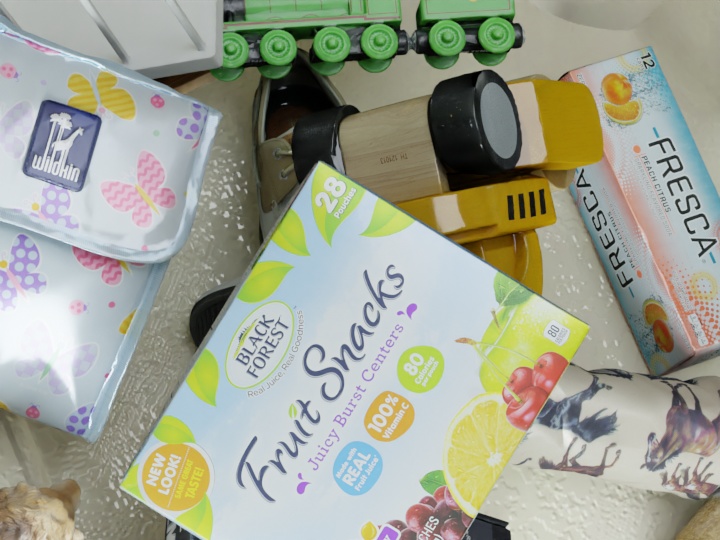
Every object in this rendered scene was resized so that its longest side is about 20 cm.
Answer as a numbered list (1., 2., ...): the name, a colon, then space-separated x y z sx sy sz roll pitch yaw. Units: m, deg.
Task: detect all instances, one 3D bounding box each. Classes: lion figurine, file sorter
1. lion figurine: -0.253 0.124 1.570 0.200 0.122 0.072 22 66 -10
2. file sorter: -0.192 -0.189 1.645 0.200 0.125 0.139 -9 61 14

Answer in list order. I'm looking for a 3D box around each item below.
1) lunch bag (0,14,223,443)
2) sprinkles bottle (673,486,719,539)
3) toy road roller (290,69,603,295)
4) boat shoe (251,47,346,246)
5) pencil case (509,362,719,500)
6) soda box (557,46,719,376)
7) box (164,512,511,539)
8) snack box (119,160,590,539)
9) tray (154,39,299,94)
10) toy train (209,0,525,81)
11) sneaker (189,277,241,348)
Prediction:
1. lunch bag: -0.189 -0.030 1.605 0.170 0.127 0.200 22 104 -13
2. sprinkles bottle: 0.254 0.147 1.783 0.068 0.068 0.200 45 62 -1
3. toy road roller: 0.057 -0.031 1.620 0.200 0.123 0.146 -10 88 -63
4. boat shoe: -0.032 -0.056 1.697 0.075 0.068 0.200 -13 41 -8
5. pencil case: 0.132 0.088 1.755 0.200 0.089 0.078 11 96 -16
6. soda box: 0.186 -0.038 1.828 0.068 0.064 0.200 -18 79 -25
7. box: -0.011 0.197 1.546 0.198 0.050 0.200 20 43 -19
8. snack box: -0.004 0.069 1.494 0.169 0.068 0.200 32 89 -2
9. tray: -0.060 -0.186 1.732 0.200 0.037 0.099 -25 112 4
10. toy train: -0.001 -0.147 1.707 0.200 0.042 0.056 -3 79 -7
11. sneaker: 0.000 0.000 1.737 0.200 0.084 0.121 -5 30 8
